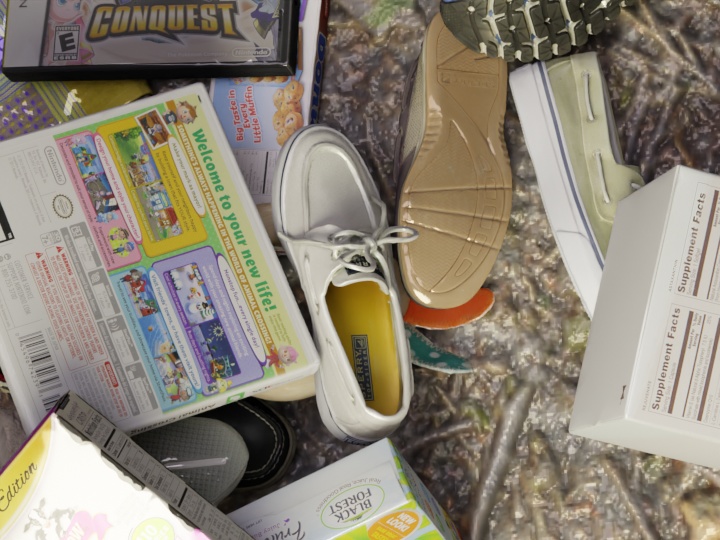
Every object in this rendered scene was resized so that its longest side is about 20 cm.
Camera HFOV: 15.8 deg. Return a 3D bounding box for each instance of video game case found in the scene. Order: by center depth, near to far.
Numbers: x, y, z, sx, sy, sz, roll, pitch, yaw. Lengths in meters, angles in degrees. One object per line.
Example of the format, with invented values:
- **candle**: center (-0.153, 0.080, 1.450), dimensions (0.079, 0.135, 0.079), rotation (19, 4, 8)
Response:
- **video game case**: center (-0.144, -0.001, 1.569), dimensions (0.182, 0.022, 0.200), rotation (-18, 73, -17)
- **video game case**: center (-0.136, -0.216, 1.724), dimensions (0.199, 0.026, 0.181), rotation (0, 75, 13)

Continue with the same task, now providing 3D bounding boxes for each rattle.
- **rattle**: center (-0.033, 0.035, 1.675), dimensions (0.200, 0.143, 0.130), rotation (0, 62, -25)

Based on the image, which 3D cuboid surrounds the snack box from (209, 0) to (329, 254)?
- **snack box**: center (-0.064, -0.111, 1.711), dimensions (0.072, 0.024, 0.201), rotation (3, 80, 15)

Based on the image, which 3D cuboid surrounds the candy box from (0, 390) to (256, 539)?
- **candy box**: center (-0.137, 0.185, 1.488), dimensions (0.200, 0.061, 0.136), rotation (39, 100, -4)

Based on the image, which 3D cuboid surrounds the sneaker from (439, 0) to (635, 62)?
- **sneaker**: center (0.136, -0.202, 1.652), dimensions (0.200, 0.079, 0.089), rotation (-24, 55, -15)

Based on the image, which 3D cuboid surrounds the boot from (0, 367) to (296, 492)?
- **boot**: center (-0.150, 0.079, 1.626), dimensions (0.203, 0.154, 0.074), rotation (22, 85, 16)

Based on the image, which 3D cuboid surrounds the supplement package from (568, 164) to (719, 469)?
- **supplement package**: center (0.246, 0.043, 1.517), dimensions (0.199, 0.152, 0.151), rotation (14, 82, -6)

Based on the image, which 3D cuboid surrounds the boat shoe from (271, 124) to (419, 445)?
- **boat shoe**: center (-0.004, 0.001, 1.575), dimensions (0.074, 0.086, 0.203), rotation (-3, 77, -20)

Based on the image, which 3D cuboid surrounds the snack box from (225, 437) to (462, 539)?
- **snack box**: center (-0.042, 0.192, 1.584), dimensions (0.200, 0.142, 0.053), rotation (-26, 56, 6)

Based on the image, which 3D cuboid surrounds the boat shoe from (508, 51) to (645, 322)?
- **boat shoe**: center (0.148, -0.048, 1.628), dimensions (0.062, 0.072, 0.200), rotation (-20, 73, 11)

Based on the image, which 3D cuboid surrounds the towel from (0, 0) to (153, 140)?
- **towel**: center (-0.241, -0.150, 1.760), dimensions (0.143, 0.023, 0.200), rotation (-33, 74, 5)

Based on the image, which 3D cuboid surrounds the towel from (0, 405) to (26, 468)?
- **towel**: center (-0.239, 0.182, 1.641), dimensions (0.034, 0.132, 0.201), rotation (-20, 74, 39)

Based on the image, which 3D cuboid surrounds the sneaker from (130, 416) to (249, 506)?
- **sneaker**: center (-0.157, 0.158, 1.598), dimensions (0.200, 0.080, 0.071), rotation (-32, 70, -4)

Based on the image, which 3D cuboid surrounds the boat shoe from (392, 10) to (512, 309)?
- **boat shoe**: center (0.056, -0.067, 1.652), dimensions (0.072, 0.065, 0.201), rotation (6, 74, -11)
